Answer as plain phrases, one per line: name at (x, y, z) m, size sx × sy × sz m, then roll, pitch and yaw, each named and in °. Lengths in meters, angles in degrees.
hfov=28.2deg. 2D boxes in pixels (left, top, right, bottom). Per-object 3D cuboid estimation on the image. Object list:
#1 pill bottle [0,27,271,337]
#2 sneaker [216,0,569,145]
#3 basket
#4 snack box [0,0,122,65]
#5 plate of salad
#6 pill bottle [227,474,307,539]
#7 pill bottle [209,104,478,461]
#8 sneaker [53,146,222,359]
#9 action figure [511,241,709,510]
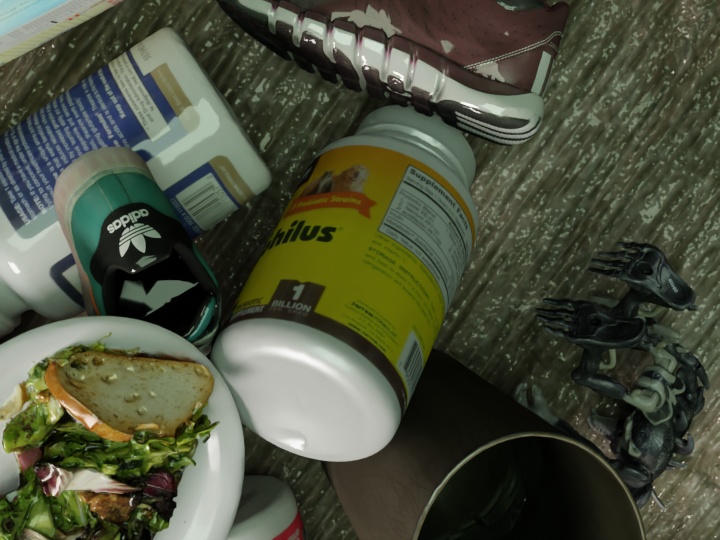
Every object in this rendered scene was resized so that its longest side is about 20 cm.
pill bottle at (-0.160, -0.042, 0.830) m, size 0.200 × 0.111 × 0.111 m, roll -33°, pitch 101°, yaw 0°
sneaker at (0.026, -0.158, 0.816) m, size 0.199 × 0.076 × 0.116 m, roll 23°, pitch 85°, yaw 4°
basket at (0.056, 0.130, 0.825) m, size 0.135 × 0.200 × 0.181 m, roll -20°, pitch 115°, yaw -12°
snack box at (-0.174, -0.144, 0.765) m, size 0.116 × 0.200 × 0.037 m, roll -28°, pitch 100°, yaw -1°
plate of salad at (-0.139, 0.121, 0.718) m, size 0.199 × 0.048 × 0.201 m, roll -14°, pitch 115°, yaw -33°
pill bottle at (-0.069, 0.238, 0.888) m, size 0.110 × 0.111 × 0.201 m, roll -16°, pitch 101°, yaw -3°
pill bottle at (0.000, 0.000, 0.814) m, size 0.109 × 0.109 × 0.200 m, roll 34°, pitch 52°, yaw -10°
sneaker at (-0.110, 0.024, 0.779) m, size 0.071 × 0.080 × 0.200 m, roll -28°, pitch 146°, yaw -8°
action figure at (0.159, 0.068, 0.889) m, size 0.119 × 0.102 × 0.200 m, roll -47°, pitch 144°, yaw -24°
